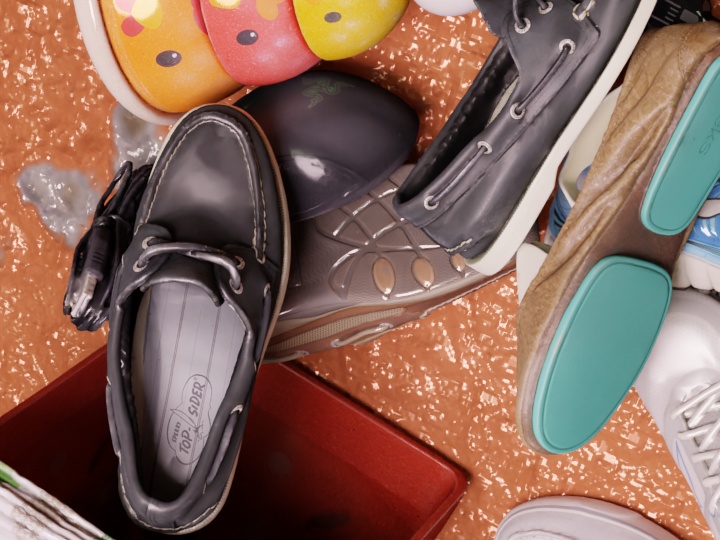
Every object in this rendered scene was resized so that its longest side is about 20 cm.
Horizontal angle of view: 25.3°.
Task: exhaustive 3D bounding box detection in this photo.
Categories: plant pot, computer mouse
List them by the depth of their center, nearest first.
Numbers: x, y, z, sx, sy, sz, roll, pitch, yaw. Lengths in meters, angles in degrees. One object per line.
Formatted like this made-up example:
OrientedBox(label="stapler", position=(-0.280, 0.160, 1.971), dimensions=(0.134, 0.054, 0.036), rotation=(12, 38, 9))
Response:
OrientedBox(label="computer mouse", position=(-0.067, -0.052, 0.816), dimensions=(0.199, 0.139, 0.053), rotation=(-21, 120, 19))
OrientedBox(label="plant pot", position=(-0.093, 0.168, 0.846), dimensions=(0.199, 0.200, 0.177), rotation=(31, 125, 15))

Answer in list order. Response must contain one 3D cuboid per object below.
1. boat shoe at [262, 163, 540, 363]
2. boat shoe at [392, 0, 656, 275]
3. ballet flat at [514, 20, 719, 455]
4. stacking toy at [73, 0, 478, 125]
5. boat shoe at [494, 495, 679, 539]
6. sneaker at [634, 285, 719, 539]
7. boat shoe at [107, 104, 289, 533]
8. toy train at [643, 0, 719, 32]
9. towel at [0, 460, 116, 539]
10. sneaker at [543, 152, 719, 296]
OrientedBox(label="boat shoe", position=(0.000, 0.000, 0.824), dimensions=(0.199, 0.072, 0.076), rotation=(-13, 65, 20))
OrientedBox(label="boat shoe", position=(0.074, -0.097, 0.716), dimensions=(0.066, 0.075, 0.200), rotation=(23, 113, -13))
OrientedBox(label="ballet flat", position=(0.108, -0.019, 0.709), dimensions=(0.072, 0.068, 0.201), rotation=(34, 106, 50))
OrientedBox(label="stacking toy", position=(-0.025, -0.147, 0.762), dimensions=(0.198, 0.146, 0.147), rotation=(-1, 101, 22))
OrientedBox(label="boat shoe", position=(0.144, 0.179, 0.789), dimensions=(0.199, 0.068, 0.072), rotation=(33, 113, 25))
OrientedBox(label="sneaker", position=(0.184, 0.093, 0.750), dimensions=(0.075, 0.087, 0.201), rotation=(-39, 83, 28))
OrientedBox(label="boat shoe", position=(-0.078, 0.019, 0.725), dimensions=(0.074, 0.066, 0.201), rotation=(12, 84, 3))
OrientedBox(label="toy train", position=(0.087, -0.153, 0.769), dimensions=(0.199, 0.034, 0.046), rotation=(32, 109, 15))
OrientedBox(label="towel", position=(-0.126, 0.175, 0.727), dimensions=(0.199, 0.031, 0.150), rotation=(29, 132, 17))
OrientedBox(label="sneaker", position=(0.179, -0.035, 0.730), dimensions=(0.199, 0.078, 0.091), rotation=(5, 100, 23))
